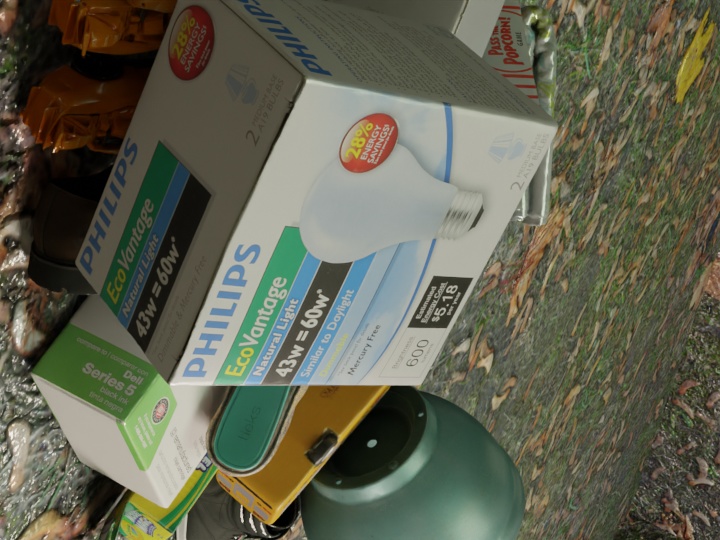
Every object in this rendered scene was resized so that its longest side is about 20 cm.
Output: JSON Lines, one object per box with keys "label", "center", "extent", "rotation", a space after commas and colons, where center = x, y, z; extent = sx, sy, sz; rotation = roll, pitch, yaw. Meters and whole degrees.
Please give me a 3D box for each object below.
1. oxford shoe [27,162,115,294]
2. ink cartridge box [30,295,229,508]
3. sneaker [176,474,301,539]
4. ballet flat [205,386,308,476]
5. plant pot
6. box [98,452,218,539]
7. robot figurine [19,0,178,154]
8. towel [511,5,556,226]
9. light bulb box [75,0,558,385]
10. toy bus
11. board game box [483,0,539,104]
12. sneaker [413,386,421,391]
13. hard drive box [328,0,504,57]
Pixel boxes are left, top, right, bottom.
{"label": "oxford shoe", "center": [-0.113, -0.041, 0.958], "extent": [0.200, 0.073, 0.085], "rotation": [-11, 121, -37]}
{"label": "ink cartridge box", "center": [-0.129, 0.046, 1.070], "extent": [0.200, 0.084, 0.146], "rotation": [-56, 158, -24]}
{"label": "sneaker", "center": [-0.104, 0.222, 1.314], "extent": [0.071, 0.099, 0.200], "rotation": [-51, 157, -35]}
{"label": "ballet flat", "center": [-0.054, 0.053, 1.072], "extent": [0.200, 0.068, 0.067], "rotation": [-59, 179, -3]}
{"label": "plant pot", "center": [0.028, 0.180, 1.302], "extent": [0.200, 0.200, 0.134], "rotation": [-53, 134, -27]}
{"label": "box", "center": [-0.133, 0.142, 1.167], "extent": [0.200, 0.048, 0.117], "rotation": [-53, -176, -24]}
{"label": "robot figurine", "center": [-0.097, -0.124, 0.891], "extent": [0.200, 0.058, 0.145], "rotation": [-9, 138, -36]}
{"label": "towel", "center": [0.145, -0.144, 1.404], "extent": [0.171, 0.048, 0.201], "rotation": [-146, -123, -79]}
{"label": "light bulb box", "center": [-0.027, -0.045, 0.869], "extent": [0.200, 0.125, 0.199], "rotation": [3, 122, -42]}
{"label": "toy bus", "center": [-0.030, 0.111, 1.233], "extent": [0.200, 0.065, 0.078], "rotation": [-48, 171, -23]}
{"label": "board game box", "center": [0.108, -0.139, 1.335], "extent": [0.200, 0.046, 0.152], "rotation": [103, -15, -55]}
{"label": "sneaker", "center": [0.008, 0.181, 1.586], "extent": [0.147, 0.080, 0.200], "rotation": [-57, 163, 3]}
{"label": "hard drive box", "center": [-0.005, -0.145, 1.054], "extent": [0.200, 0.156, 0.077], "rotation": [-67, 160, 9]}
